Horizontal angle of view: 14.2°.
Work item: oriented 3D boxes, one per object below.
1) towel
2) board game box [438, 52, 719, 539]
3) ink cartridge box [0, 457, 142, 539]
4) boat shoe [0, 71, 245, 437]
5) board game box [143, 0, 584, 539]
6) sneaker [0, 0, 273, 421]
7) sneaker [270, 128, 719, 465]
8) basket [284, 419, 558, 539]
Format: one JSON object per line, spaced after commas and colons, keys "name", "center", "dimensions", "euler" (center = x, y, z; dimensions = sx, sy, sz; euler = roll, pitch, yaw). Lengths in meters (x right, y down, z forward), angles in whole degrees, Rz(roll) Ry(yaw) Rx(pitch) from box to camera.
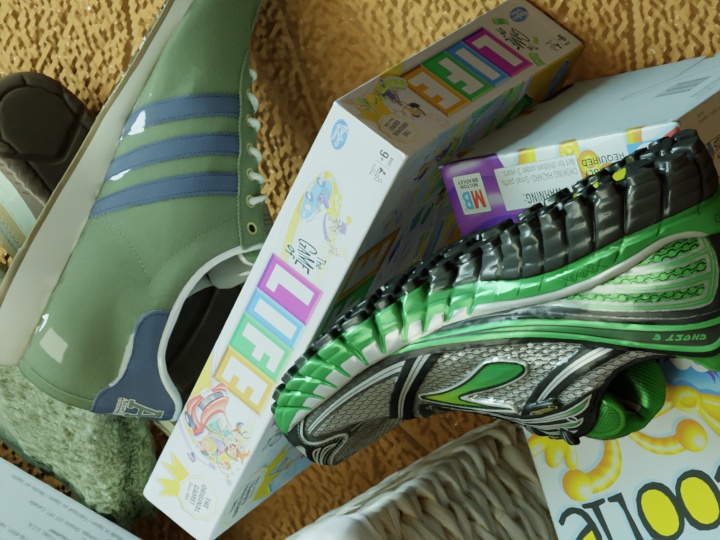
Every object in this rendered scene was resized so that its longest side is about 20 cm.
{"name": "towel", "center": [-0.147, 0.043, 1.215], "dimensions": [0.148, 0.036, 0.200], "euler": [39, 163, 11]}
{"name": "board game box", "center": [0.122, 0.032, 1.046], "dimensions": [0.103, 0.105, 0.200], "euler": [-10, 104, 37]}
{"name": "ink cartridge box", "center": [-0.168, 0.151, 1.301], "dimensions": [0.200, 0.044, 0.174], "euler": [27, 140, 22]}
{"name": "boat shoe", "center": [-0.100, 0.010, 1.217], "dimensions": [0.200, 0.072, 0.076], "euler": [55, 144, 7]}
{"name": "board game box", "center": [0.000, 0.000, 1.095], "dimensions": [0.034, 0.134, 0.200], "euler": [38, 127, 14]}
{"name": "sneaker", "center": [-0.067, -0.030, 1.119], "dimensions": [0.090, 0.200, 0.067], "euler": [29, 159, -4]}
{"name": "sneaker", "center": [0.050, 0.030, 0.978], "dimensions": [0.200, 0.078, 0.085], "euler": [-26, 95, 39]}
{"name": "basket", "center": [0.020, 0.188, 1.149], "dimensions": [0.200, 0.161, 0.198], "euler": [-35, 90, 39]}
